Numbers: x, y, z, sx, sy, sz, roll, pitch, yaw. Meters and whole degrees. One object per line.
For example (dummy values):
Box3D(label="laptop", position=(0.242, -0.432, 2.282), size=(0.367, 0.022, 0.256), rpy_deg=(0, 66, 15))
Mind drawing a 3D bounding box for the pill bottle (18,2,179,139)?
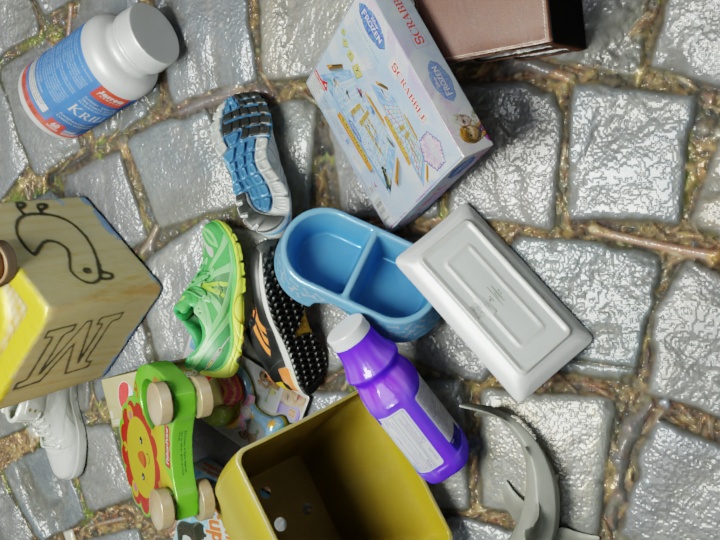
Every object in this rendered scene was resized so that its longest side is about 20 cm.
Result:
Box3D(label="pill bottle", position=(-0.327, -0.253, 1.188), size=(0.199, 0.112, 0.113), rpy_deg=(-23, 86, 32))

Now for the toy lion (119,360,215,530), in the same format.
Box3D(label="toy lion", position=(-0.238, 0.198, 1.103), size=(0.191, 0.068, 0.201), rpy_deg=(23, 115, 54))

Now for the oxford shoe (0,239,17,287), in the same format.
Box3D(label="oxford shoe", position=(-0.495, 0.025, 1.122), size=(0.200, 0.071, 0.072), rpy_deg=(-36, 81, 31))

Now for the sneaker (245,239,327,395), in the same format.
Box3D(label="sneaker", position=(-0.108, 0.057, 1.112), size=(0.090, 0.070, 0.201), rpy_deg=(4, 121, 35))

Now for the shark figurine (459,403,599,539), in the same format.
Box3D(label="shark figurine", position=(0.174, 0.240, 0.993), size=(0.128, 0.089, 0.216), rpy_deg=(-4, 97, 29))

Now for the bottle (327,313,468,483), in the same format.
Box3D(label="bottle", position=(0.040, 0.135, 1.014), size=(0.065, 0.084, 0.200), rpy_deg=(-34, 109, 10))

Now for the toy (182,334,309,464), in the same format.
Box3D(label="toy", position=(-0.167, 0.166, 1.198), size=(0.199, 0.047, 0.116), rpy_deg=(27, 108, 23))

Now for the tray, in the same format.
Box3D(label="tray", position=(0.138, 0.028, 0.981), size=(0.107, 0.022, 0.200), rpy_deg=(-39, 75, -10))

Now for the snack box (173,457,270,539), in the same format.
Box3D(label="snack box", position=(-0.192, 0.363, 1.249), size=(0.116, 0.037, 0.201), rpy_deg=(23, 108, 25))

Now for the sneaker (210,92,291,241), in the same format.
Box3D(label="sneaker", position=(-0.123, -0.117, 1.118), size=(0.075, 0.087, 0.201), rpy_deg=(-16, 66, 4))

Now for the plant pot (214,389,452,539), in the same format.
Box3D(label="plant pot", position=(-0.055, 0.275, 1.067), size=(0.176, 0.199, 0.201), rpy_deg=(-36, 79, 51))

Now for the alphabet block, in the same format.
Box3D(label="alphabet block", position=(-0.424, 0.038, 1.238), size=(0.195, 0.200, 0.197), rpy_deg=(45, 116, 16))

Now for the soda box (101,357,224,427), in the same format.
Box3D(label="soda box", position=(-0.255, 0.154, 1.202), size=(0.200, 0.064, 0.068), rpy_deg=(-16, 87, 51))

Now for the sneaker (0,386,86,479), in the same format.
Box3D(label="sneaker", position=(-0.455, 0.213, 1.334), size=(0.073, 0.115, 0.201), rpy_deg=(-2, 98, 28))

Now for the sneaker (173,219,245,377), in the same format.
Box3D(label="sneaker", position=(-0.182, 0.028, 1.135), size=(0.074, 0.083, 0.201), rpy_deg=(125, 144, -62))

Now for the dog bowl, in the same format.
Box3D(label="dog bowl", position=(0.000, 0.000, 1.027), size=(0.199, 0.050, 0.112), rpy_deg=(25, 74, 6))

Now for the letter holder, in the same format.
Box3D(label="letter holder", position=(0.130, -0.308, 0.926), size=(0.142, 0.100, 0.201), rpy_deg=(-4, 96, 32))

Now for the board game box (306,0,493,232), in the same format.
Box3D(label="board game box", position=(0.032, -0.166, 0.979), size=(0.201, 0.041, 0.199), rpy_deg=(62, 154, 7))
